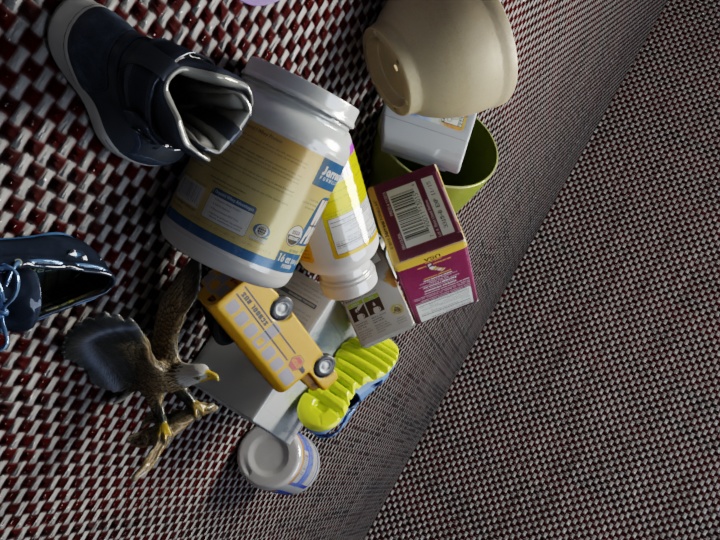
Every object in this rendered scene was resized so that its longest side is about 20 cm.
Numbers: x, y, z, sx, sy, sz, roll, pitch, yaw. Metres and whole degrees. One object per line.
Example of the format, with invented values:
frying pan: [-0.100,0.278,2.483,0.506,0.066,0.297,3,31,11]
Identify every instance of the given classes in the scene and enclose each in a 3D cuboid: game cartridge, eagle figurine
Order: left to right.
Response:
eagle figurine: [-0.214,0.089,0.861,0.152,0.151,0.200,-104,-179,-63]
game cartridge: [0.104,-0.246,1.159,0.042,0.133,0.200,119,-10,-74]

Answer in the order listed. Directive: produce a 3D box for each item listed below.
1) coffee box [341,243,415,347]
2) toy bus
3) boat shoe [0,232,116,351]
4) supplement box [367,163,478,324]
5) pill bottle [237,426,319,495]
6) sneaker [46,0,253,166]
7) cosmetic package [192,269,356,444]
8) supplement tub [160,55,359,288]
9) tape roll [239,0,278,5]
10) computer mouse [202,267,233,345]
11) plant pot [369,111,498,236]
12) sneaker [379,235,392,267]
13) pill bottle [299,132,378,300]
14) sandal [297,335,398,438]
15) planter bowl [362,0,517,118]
coffee box: [0.000,0.000,1.122,0.080,0.200,0.114,-24,174,1]
toy bus: [-0.106,0.075,0.965,0.078,0.065,0.200,-41,127,-12]
boat shoe: [-0.273,0.011,0.639,0.200,0.069,0.084,-34,148,-55]
supplement box: [0.091,-0.031,1.144,0.103,0.131,0.200,-20,152,3]
pill bottle: [-0.134,0.332,1.426,0.112,0.112,0.200,-58,162,-11]
sneaker: [-0.150,-0.120,0.664,0.077,0.146,0.202,-59,163,-13]
cosmetic package: [-0.115,0.118,1.147,0.200,0.123,0.199,-56,161,-12]
supplement tub: [-0.099,-0.098,0.829,0.200,0.145,0.145,-63,162,7]
tape roll: [-0.083,-0.326,0.668,0.200,0.066,0.200,-52,160,-29]
computer mouse: [-0.141,-0.014,1.008,0.140,0.046,0.200,-22,126,-57]
plant pot: [0.087,-0.136,1.274,0.187,0.187,0.200,-47,169,-38]
sneaker: [0.055,-0.056,1.436,0.092,0.076,0.200,3,114,-65]
pill bottle: [-0.039,-0.067,0.990,0.104,0.104,0.200,-44,128,-43]
sandal: [-0.021,0.167,1.168,0.200,0.079,0.087,-40,157,-33]
planter bowl: [0.086,-0.278,1.042,0.135,0.200,0.200,-27,151,-13]
